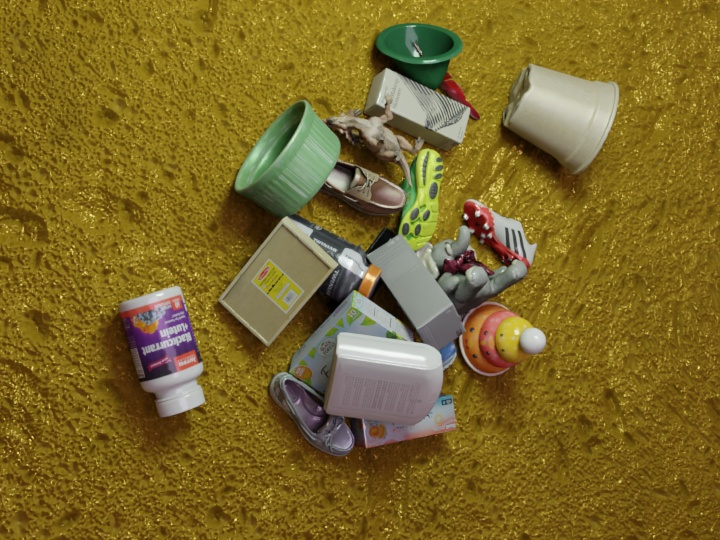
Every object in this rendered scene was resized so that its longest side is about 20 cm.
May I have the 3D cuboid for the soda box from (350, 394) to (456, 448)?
[{"bbox_3d":[0.081,0.284,1.696,0.196,0.063,0.070,-6,88,-24],"label":"soda box"}]

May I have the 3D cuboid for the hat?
[{"bbox_3d":[0.124,-0.373,1.779,0.166,0.197,0.179,-46,148,-41],"label":"hat"}]

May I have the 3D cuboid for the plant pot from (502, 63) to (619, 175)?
[{"bbox_3d":[0.397,-0.325,1.826,0.180,0.200,0.204,22,77,-8],"label":"plant pot"}]

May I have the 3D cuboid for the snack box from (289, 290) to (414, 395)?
[{"bbox_3d":[-0.016,0.146,1.604,0.141,0.200,0.053,34,32,-15],"label":"snack box"}]

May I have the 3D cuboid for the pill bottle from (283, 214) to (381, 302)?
[{"bbox_3d":[-0.061,-0.014,1.602,0.197,0.106,0.108,27,75,6],"label":"pill bottle"}]

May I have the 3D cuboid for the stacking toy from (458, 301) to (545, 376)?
[{"bbox_3d":[0.291,0.130,1.724,0.143,0.199,0.150,2,84,-22],"label":"stacking toy"}]

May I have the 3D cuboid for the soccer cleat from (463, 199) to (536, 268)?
[{"bbox_3d":[0.284,-0.083,1.816,0.200,0.068,0.086,44,62,-17],"label":"soccer cleat"}]

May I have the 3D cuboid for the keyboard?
[{"bbox_3d":[0.000,0.000,1.710,0.201,0.039,0.104,-53,128,-19],"label":"keyboard"}]

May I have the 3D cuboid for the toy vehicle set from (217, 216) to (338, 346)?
[{"bbox_3d":[-0.146,0.021,1.563,0.124,0.027,0.200,42,111,0],"label":"toy vehicle set"}]

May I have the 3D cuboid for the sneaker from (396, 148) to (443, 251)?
[{"bbox_3d":[0.113,-0.132,1.735,0.073,0.083,0.204,15,88,-16],"label":"sneaker"}]

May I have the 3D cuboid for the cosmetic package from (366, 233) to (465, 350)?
[{"bbox_3d":[0.102,0.042,1.632,0.089,0.201,0.107,-31,140,1],"label":"cosmetic package"}]

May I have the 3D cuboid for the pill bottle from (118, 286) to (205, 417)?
[{"bbox_3d":[-0.329,0.138,1.509,0.110,0.111,0.204,-17,93,-23],"label":"pill bottle"}]

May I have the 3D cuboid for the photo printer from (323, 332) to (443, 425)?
[{"bbox_3d":[0.043,0.191,1.552,0.196,0.168,0.070,8,42,-4],"label":"photo printer"}]

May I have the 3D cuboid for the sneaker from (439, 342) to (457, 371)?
[{"bbox_3d":[0.096,0.162,1.705,0.196,0.078,0.091,-14,93,-23],"label":"sneaker"}]

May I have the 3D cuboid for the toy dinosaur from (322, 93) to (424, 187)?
[{"bbox_3d":[0.032,-0.246,1.694,0.200,0.135,0.086,47,61,-21],"label":"toy dinosaur"}]

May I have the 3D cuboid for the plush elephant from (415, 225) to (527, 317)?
[{"bbox_3d":[0.196,-0.008,1.730,0.162,0.200,0.157,-11,67,-36],"label":"plush elephant"}]

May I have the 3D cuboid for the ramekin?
[{"bbox_3d":[-0.125,-0.191,1.581,0.097,0.199,0.202,38,73,-23],"label":"ramekin"}]

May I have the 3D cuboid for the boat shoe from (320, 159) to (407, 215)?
[{"bbox_3d":[-0.005,-0.158,1.669,0.196,0.072,0.077,16,80,-6],"label":"boat shoe"}]

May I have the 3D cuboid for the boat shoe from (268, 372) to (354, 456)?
[{"bbox_3d":[-0.083,0.264,1.627,0.074,0.065,0.202,-46,103,-19],"label":"boat shoe"}]

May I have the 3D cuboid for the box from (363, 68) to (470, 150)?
[{"bbox_3d":[0.112,-0.315,1.756,0.197,0.068,0.084,20,78,-21],"label":"box"}]
